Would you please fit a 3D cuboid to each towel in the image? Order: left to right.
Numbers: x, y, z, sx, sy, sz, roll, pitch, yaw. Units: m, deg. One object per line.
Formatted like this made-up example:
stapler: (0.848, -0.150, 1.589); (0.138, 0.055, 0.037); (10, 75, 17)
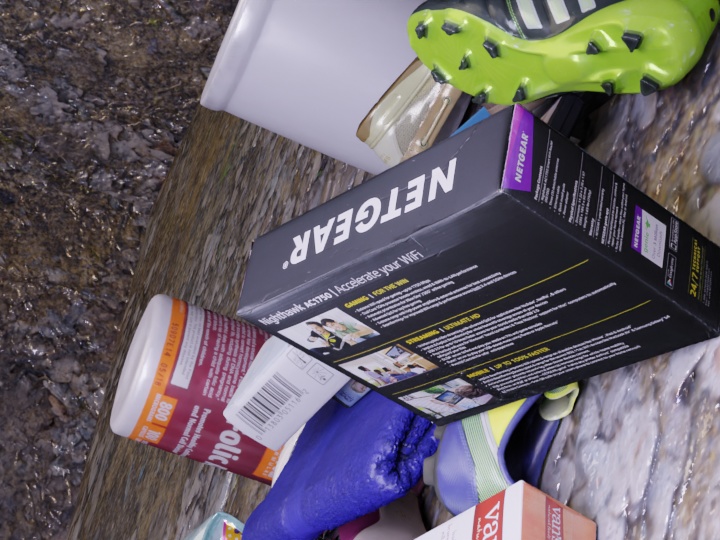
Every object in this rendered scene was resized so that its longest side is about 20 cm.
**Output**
towel: (0.007, 0.108, 0.960); (0.200, 0.049, 0.148); (-39, 18, 56)

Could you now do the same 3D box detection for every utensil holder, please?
utensil holder: (-0.013, -0.179, 1.280); (0.170, 0.198, 0.172); (-157, 90, -79)

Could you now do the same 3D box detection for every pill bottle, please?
pill bottle: (-0.086, 0.103, 1.195); (0.114, 0.198, 0.116); (-161, 90, -77)

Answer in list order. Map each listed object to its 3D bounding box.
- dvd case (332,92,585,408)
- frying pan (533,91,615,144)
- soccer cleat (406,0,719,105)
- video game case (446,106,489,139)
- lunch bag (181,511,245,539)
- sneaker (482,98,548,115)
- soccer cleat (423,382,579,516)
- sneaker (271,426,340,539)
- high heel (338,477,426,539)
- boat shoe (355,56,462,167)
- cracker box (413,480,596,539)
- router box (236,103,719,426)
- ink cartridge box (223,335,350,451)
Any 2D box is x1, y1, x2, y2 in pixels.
dvd case: (0.056, -0.009, 0.913); (0.200, 0.017, 0.143); (-46, 11, 53)
frying pan: (0.126, -0.095, 0.985); (0.190, 0.031, 0.116); (-48, 22, 37)
soccer cleat: (0.114, -0.137, 0.869); (0.198, 0.068, 0.081); (9, 43, 43)
video game case: (0.045, -0.061, 1.145); (0.143, 0.018, 0.200); (-42, -3, -30)
lunch bag: (-0.129, 0.321, 1.239); (0.170, 0.121, 0.202); (-45, 22, 59)
sneaker: (0.097, -0.157, 1.014); (0.070, 0.076, 0.200); (-33, 12, 11)
soccer cleat: (0.098, 0.050, 0.867); (0.083, 0.065, 0.202); (-6, 56, 42)
sneaker: (-0.030, 0.194, 1.089); (0.075, 0.080, 0.203); (124, 160, -70)
high heel: (0.008, 0.191, 0.985); (0.096, 0.067, 0.201); (-55, 8, 38)
boat shoe: (0.082, -0.161, 1.173); (0.201, 0.063, 0.073); (-48, 4, 4)
cracker box: (0.031, 0.209, 0.771); (0.199, 0.057, 0.135); (-37, 32, 39)
router box: (0.056, 0.007, 0.748); (0.199, 0.148, 0.052); (-24, 45, 45)
ink cartridge box: (0.000, 0.000, 0.968); (0.160, 0.047, 0.201); (-48, 12, 42)
